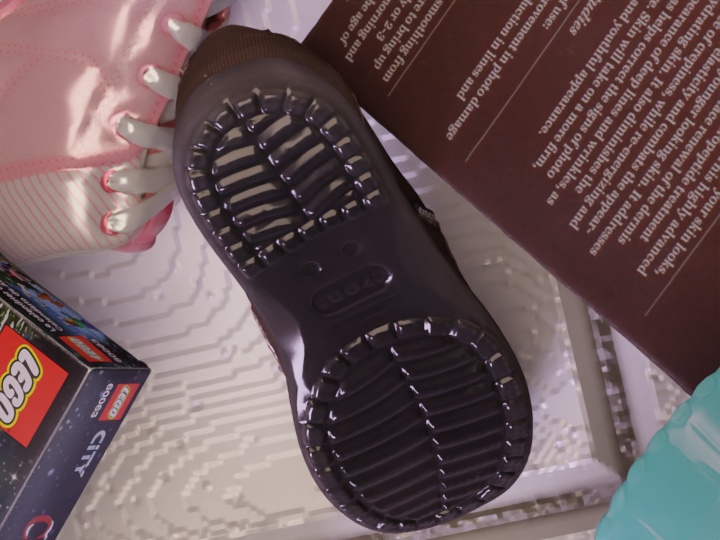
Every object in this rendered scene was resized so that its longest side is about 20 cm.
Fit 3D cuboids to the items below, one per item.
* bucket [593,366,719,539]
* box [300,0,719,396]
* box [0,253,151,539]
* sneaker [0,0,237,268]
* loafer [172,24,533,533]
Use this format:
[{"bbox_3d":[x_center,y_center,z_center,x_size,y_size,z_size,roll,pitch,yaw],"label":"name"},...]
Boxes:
[{"bbox_3d":[0.162,0.103,0.646,0.207,0.207,0.135,-53,46,12],"label":"bucket"},{"bbox_3d":[0.088,-0.042,0.731,0.200,0.075,0.100,44,104,30],"label":"box"},{"bbox_3d":[-0.169,0.076,0.778,0.136,0.038,0.200,35,103,23],"label":"box"},{"bbox_3d":[-0.064,-0.071,0.786,0.200,0.075,0.105,-33,90,19],"label":"sneaker"},{"bbox_3d":[0.000,0.000,0.772,0.073,0.071,0.200,-20,130,3],"label":"loafer"}]
